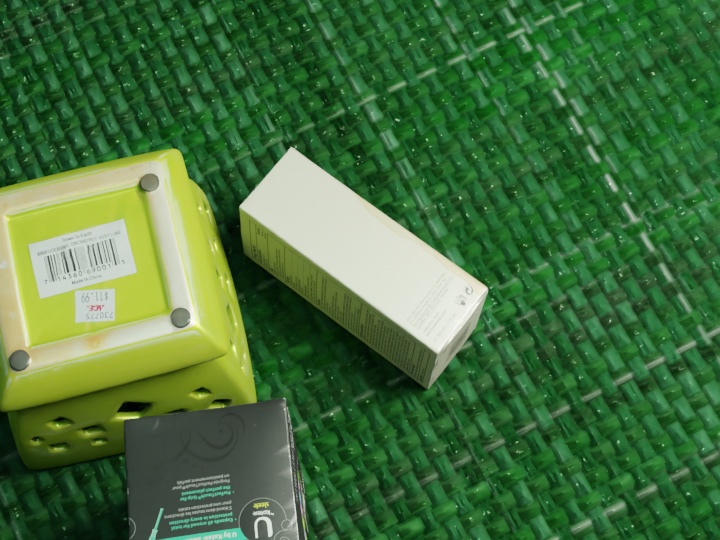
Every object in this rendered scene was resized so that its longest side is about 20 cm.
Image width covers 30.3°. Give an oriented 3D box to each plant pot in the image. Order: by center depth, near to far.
[{"bbox_3d":[-0.198,0.024,1.033,0.198,0.182,0.200,-14,71,-5],"label":"plant pot"}]

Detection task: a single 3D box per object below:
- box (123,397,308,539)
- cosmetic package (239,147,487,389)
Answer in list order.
[{"bbox_3d":[-0.097,0.219,0.965,0.123,0.149,0.201,-8,62,-2],"label":"box"},{"bbox_3d":[0.000,0.000,1.088,0.199,0.104,0.073,37,72,10],"label":"cosmetic package"}]
